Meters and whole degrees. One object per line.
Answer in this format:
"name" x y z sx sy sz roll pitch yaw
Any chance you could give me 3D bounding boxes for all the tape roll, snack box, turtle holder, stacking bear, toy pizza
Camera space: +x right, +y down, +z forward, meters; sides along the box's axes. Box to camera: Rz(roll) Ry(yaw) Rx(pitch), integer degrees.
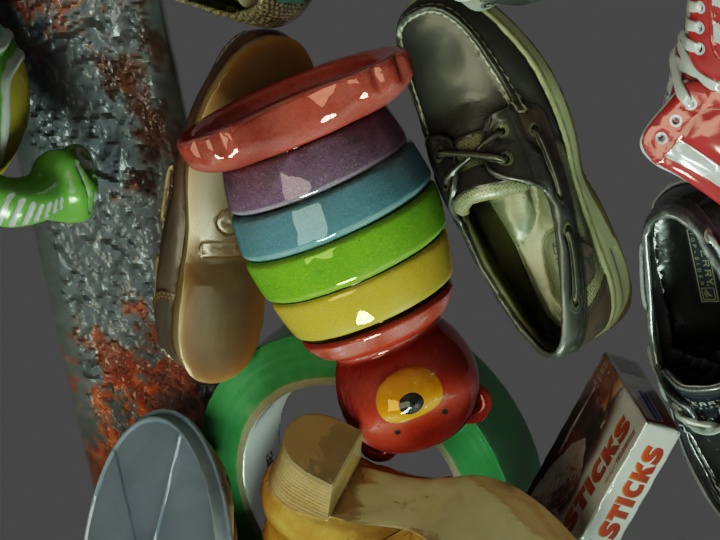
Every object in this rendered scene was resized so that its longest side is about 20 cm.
"tape roll" 0.004 0.120 1.120 0.200 0.048 0.201 11 117 23
"snack box" 0.102 0.145 1.023 0.024 0.072 0.200 18 112 -21
"turtle holder" -0.241 -0.098 1.101 0.185 0.132 0.141 9 114 23
"stacking bear" 0.000 0.000 0.995 0.121 0.114 0.201 -23 102 -3
"toy pizza" -0.113 0.181 1.137 0.200 0.032 0.201 -18 69 58

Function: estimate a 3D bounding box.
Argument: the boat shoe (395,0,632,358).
"boat shoe" 0.073 -0.048 0.995 0.072 0.066 0.201 -21 101 34

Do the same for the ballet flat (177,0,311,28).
"ballet flat" -0.120 -0.179 1.033 0.199 0.075 0.068 23 107 18

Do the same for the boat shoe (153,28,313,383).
"boat shoe" -0.078 -0.041 1.077 0.070 0.070 0.201 46 123 58

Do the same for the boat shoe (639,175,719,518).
"boat shoe" 0.180 0.053 0.983 0.072 0.068 0.201 -2 110 29

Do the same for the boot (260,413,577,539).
"boot" 0.037 0.156 1.014 0.201 0.071 0.144 31 153 14

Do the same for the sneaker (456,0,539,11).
"sneaker" 0.078 -0.158 0.926 0.200 0.074 0.089 37 144 42

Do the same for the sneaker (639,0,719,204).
"sneaker" 0.165 -0.120 0.911 0.112 0.071 0.200 -20 104 30
